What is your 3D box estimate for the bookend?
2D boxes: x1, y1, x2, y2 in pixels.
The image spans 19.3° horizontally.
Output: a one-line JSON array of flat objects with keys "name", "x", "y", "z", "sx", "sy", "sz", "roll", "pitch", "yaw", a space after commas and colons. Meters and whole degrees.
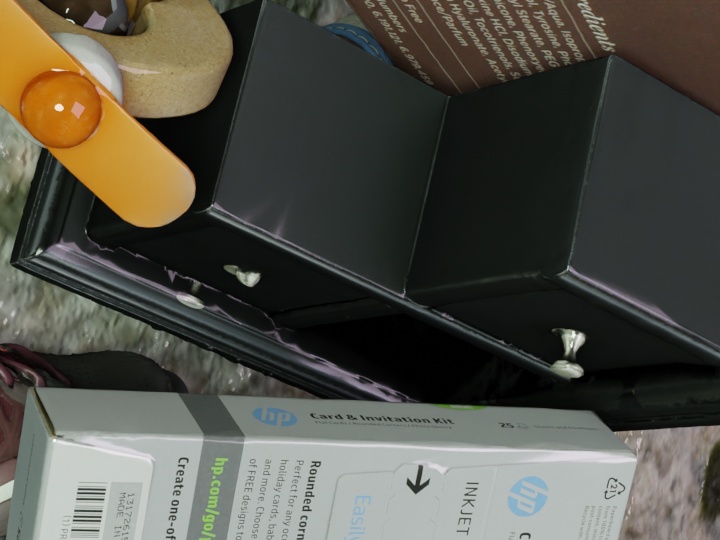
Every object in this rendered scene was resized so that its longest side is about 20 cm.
[{"name": "bookend", "x": 0.022, "y": -0.018, "z": 0.716, "sx": 0.198, "sy": 0.199, "sz": 0.093, "roll": 25, "pitch": 69, "yaw": -33}]

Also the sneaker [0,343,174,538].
[{"name": "sneaker", "x": -0.132, "y": 0.024, "z": 0.675, "sx": 0.199, "sy": 0.075, "sz": 0.117, "roll": -20, "pitch": 113, "yaw": -52}]

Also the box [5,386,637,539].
[{"name": "box", "x": -0.019, "y": 0.119, "z": 0.691, "sx": 0.198, "sy": 0.041, "sz": 0.157, "roll": 3, "pitch": 110, "yaw": -21}]

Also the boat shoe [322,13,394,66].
[{"name": "boat shoe", "x": 0.000, "y": 0.000, "z": 0.874, "sx": 0.072, "sy": 0.072, "sz": 0.202, "roll": -29, "pitch": 110, "yaw": -37}]

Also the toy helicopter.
[{"name": "toy helicopter", "x": -0.123, "y": -0.076, "z": 0.625, "sx": 0.199, "sy": 0.133, "sz": 0.079, "roll": 3, "pitch": 131, "yaw": -39}]

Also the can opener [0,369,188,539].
[{"name": "can opener", "x": -0.123, "y": 0.109, "z": 0.748, "sx": 0.200, "sy": 0.053, "sz": 0.067, "roll": -37, "pitch": 160, "yaw": -46}]

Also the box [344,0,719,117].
[{"name": "box", "x": 0.116, "y": -0.135, "z": 0.738, "sx": 0.164, "sy": 0.198, "sz": 0.167, "roll": 48, "pitch": 57, "yaw": -51}]
